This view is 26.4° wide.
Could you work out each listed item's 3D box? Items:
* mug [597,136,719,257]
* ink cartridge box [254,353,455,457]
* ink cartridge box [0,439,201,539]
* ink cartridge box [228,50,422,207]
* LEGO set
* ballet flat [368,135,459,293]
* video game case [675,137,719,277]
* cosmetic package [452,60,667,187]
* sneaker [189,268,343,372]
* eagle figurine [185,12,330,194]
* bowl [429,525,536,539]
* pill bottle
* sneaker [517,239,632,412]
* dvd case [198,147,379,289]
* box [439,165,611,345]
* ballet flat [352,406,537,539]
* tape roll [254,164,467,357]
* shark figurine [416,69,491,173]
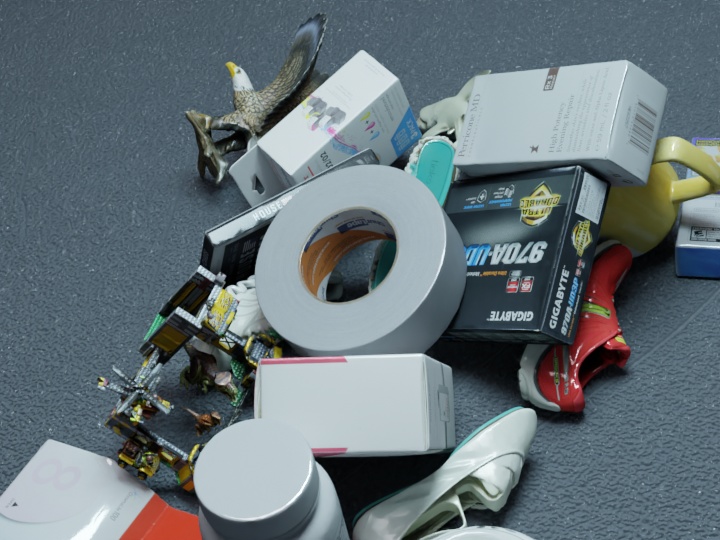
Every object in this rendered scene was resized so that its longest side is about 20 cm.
[{"bbox_3d":[0.254,-0.077,1.541,0.150,0.153,0.186,-58,39,5],"label":"mug"},{"bbox_3d":[0.000,0.121,1.344,0.145,0.200,0.083,-3,83,9],"label":"ink cartridge box"},{"bbox_3d":[-0.245,0.244,1.378,0.199,0.057,0.163,9,44,29],"label":"ink cartridge box"},{"bbox_3d":[-0.036,-0.130,1.688,0.200,0.115,0.068,-42,57,-7],"label":"ink cartridge box"},{"bbox_3d":[-0.143,0.096,1.419,0.154,0.116,0.200,40,53,-7],"label":"LEGO set"},{"bbox_3d":[0.059,-0.042,1.610,0.071,0.072,0.201,15,78,27],"label":"ballet flat"},{"bbox_3d":[0.433,-0.063,1.584,0.198,0.046,0.182,4,43,16],"label":"video game case"},{"bbox_3d":[0.188,-0.136,1.470,0.199,0.074,0.102,1,71,47],"label":"cosmetic package"},{"bbox_3d":[-0.095,0.046,1.562,0.081,0.075,0.200,28,54,25],"label":"sneaker"},{"bbox_3d":[-0.101,-0.188,1.755,0.199,0.152,0.152,-25,14,-12],"label":"eagle figurine"},{"bbox_3d":[0.096,0.271,1.232,0.199,0.095,0.201,-6,39,5],"label":"bowl"},{"bbox_3d":[-0.067,0.216,1.241,0.112,0.201,0.114,-6,47,6],"label":"pill bottle"},{"bbox_3d":[0.224,0.059,1.478,0.084,0.077,0.201,19,59,24],"label":"sneaker"},{"bbox_3d":[-0.078,-0.046,1.609,0.199,0.150,0.025,-29,75,-19],"label":"dvd case"},{"bbox_3d":[0.141,-0.012,1.466,0.199,0.046,0.160,-1,70,57],"label":"box"},{"bbox_3d":[0.087,0.197,1.346,0.199,0.070,0.069,-32,44,-13],"label":"ballet flat"},{"bbox_3d":[0.000,0.000,1.483,0.199,0.066,0.202,-12,57,19],"label":"tape roll"},{"bbox_3d":[0.123,-0.136,1.722,0.128,0.089,0.215,-37,25,22],"label":"shark figurine"}]
